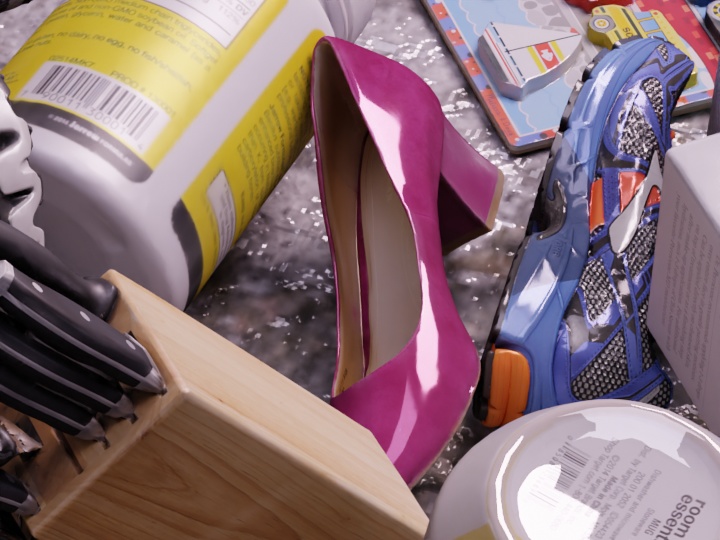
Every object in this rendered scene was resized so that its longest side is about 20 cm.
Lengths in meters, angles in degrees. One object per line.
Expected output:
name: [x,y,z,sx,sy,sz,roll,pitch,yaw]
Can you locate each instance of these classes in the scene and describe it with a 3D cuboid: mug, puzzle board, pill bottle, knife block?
mug: [0.081,0.135,0.882,0.149,0.153,0.187,-8,48,-11]
puzzle board: [0.100,-0.139,1.233,0.151,0.017,0.200,-14,48,-15]
pill bottle: [-0.078,-0.069,1.092,0.114,0.114,0.200,21,49,16]
knife block: [-0.065,0.044,0.874,0.200,0.176,0.064,-13,46,-23]

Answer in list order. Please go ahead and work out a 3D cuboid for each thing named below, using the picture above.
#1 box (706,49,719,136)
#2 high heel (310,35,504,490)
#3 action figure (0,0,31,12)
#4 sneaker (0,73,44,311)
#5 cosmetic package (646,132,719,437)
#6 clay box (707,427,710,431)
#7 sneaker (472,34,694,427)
box: [0.166,-0.077,1.052,0.049,0.200,0.082,3,47,1]
high heel: [0.000,0.000,1.032,0.096,0.067,0.200,39,47,-23]
action figure: [-0.161,-0.106,1.050,0.200,0.105,0.193,-4,41,42]
sneaker: [-0.141,0.031,0.967,0.090,0.200,0.066,-22,5,-40]
cosmetic package: [0.175,0.049,0.939,0.071,0.101,0.200,-17,53,-13]
clay box: [0.219,0.071,1.020,0.200,0.048,0.115,-26,54,-25]
sneaker: [0.104,-0.010,1.084,0.078,0.075,0.200,19,56,3]
